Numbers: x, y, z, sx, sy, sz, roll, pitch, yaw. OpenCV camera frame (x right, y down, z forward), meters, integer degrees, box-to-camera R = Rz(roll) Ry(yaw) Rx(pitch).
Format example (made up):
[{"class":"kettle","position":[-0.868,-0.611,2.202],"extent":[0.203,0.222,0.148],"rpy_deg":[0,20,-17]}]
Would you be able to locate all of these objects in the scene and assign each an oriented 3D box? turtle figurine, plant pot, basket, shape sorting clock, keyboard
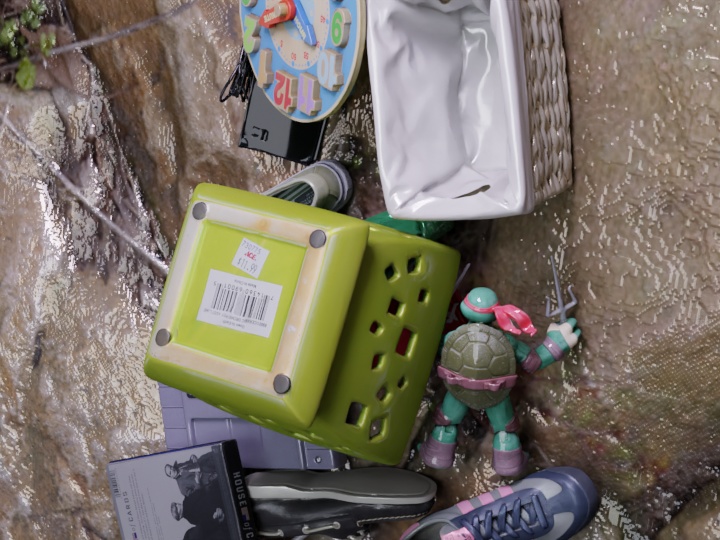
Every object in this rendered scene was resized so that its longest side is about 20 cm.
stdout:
[{"class":"turtle figurine","position":[0.105,0.078,1.544],"extent":[0.149,0.101,0.201],"rpy_deg":[14,115,22]},{"class":"plant pot","position":[-0.058,0.038,1.492],"extent":[0.199,0.181,0.200],"rpy_deg":[15,86,29]},{"class":"basket","position":[0.097,-0.150,1.493],"extent":[0.135,0.123,0.201],"rpy_deg":[-1,100,33]},{"class":"shape sorting clock","position":[-0.055,-0.228,1.542],"extent":[0.200,0.039,0.201],"rpy_deg":[29,126,51]},{"class":"keyboard","position":[-0.065,-0.205,1.650],"extent":[0.104,0.040,0.201],"rpy_deg":[17,108,6]}]

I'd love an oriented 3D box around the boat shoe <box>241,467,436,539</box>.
[{"class":"boat shoe","position":[-0.021,0.223,1.667],"extent":[0.199,0.074,0.061],"rpy_deg":[-3,103,21]}]

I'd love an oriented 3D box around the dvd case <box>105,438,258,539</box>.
[{"class":"dvd case","position":[-0.171,0.249,1.736],"extent":[0.200,0.025,0.151],"rpy_deg":[-15,86,49]}]

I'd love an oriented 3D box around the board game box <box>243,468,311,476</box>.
[{"class":"board game box","position":[-0.112,0.130,1.747],"extent":[0.104,0.023,0.201],"rpy_deg":[-14,92,32]}]

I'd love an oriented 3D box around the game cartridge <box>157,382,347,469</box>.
[{"class":"game cartridge","position":[-0.110,0.126,1.713],"extent":[0.199,0.038,0.130],"rpy_deg":[-4,101,32]}]

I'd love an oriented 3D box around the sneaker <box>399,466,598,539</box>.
[{"class":"sneaker","position":[0.117,0.232,1.579],"extent":[0.200,0.082,0.070],"rpy_deg":[-28,84,34]}]

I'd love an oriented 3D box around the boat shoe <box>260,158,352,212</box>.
[{"class":"boat shoe","position":[-0.094,-0.042,1.675],"extent":[0.200,0.062,0.072],"rpy_deg":[-39,78,32]}]

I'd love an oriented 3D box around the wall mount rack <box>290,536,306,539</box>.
[{"class":"wall mount rack","position":[-0.058,0.333,1.725],"extent":[0.200,0.074,0.174],"rpy_deg":[53,126,13]}]

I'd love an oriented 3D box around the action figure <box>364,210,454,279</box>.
[{"class":"action figure","position":[0.000,0.000,1.615],"extent":[0.200,0.055,0.118],"rpy_deg":[-32,45,20]}]

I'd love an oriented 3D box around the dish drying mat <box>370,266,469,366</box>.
[{"class":"dish drying mat","position":[0.012,0.060,1.653],"extent":[0.200,0.018,0.077],"rpy_deg":[-30,84,33]}]
